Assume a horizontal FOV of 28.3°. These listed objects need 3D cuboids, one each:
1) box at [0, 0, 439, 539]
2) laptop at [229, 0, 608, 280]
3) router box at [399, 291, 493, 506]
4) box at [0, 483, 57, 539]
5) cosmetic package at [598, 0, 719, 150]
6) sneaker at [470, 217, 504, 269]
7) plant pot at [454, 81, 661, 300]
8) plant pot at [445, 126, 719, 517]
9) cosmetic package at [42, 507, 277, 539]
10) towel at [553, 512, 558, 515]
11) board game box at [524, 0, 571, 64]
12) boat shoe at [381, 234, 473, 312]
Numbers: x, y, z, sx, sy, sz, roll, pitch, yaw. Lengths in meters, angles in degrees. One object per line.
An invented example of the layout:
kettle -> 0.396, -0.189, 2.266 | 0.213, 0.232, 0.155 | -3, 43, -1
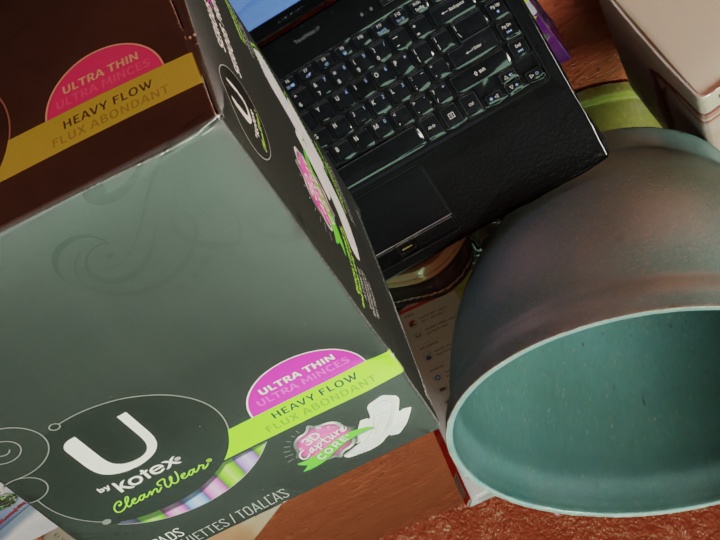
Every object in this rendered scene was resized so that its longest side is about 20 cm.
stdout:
box -> -0.082, -0.004, 0.521 | 0.148, 0.125, 0.200 | -26, 140, 6
laptop -> -0.012, -0.066, 0.584 | 0.176, 0.201, 0.104 | -28, -156, 14
router box -> 0.133, 0.052, 1.067 | 0.198, 0.181, 0.049 | -23, 164, -4
box -> -0.161, 0.058, 0.726 | 0.199, 0.137, 0.038 | -27, -155, 8
cosmetic package -> 0.190, -0.122, 0.725 | 0.103, 0.088, 0.200 | -39, 162, 9
sneaker -> 0.118, -0.051, 0.797 | 0.198, 0.087, 0.078 | 6, 137, -5
plant pot -> 0.148, 0.008, 0.935 | 0.199, 0.185, 0.201 | -23, 164, -7
plant pot -> 0.136, 0.017, 0.699 | 0.198, 0.135, 0.201 | -2, 145, -1
cosmetic package -> -0.100, 0.129, 0.934 | 0.201, 0.087, 0.103 | -53, 159, -10
towel -> 0.163, 0.108, 0.883 | 0.145, 0.030, 0.200 | -28, 164, 9
board game box -> 0.002, -0.081, 0.713 | 0.199, 0.033, 0.120 | -30, 169, 15
boat shoe -> -0.001, 0.001, 0.763 | 0.072, 0.066, 0.200 | -49, -155, -26
